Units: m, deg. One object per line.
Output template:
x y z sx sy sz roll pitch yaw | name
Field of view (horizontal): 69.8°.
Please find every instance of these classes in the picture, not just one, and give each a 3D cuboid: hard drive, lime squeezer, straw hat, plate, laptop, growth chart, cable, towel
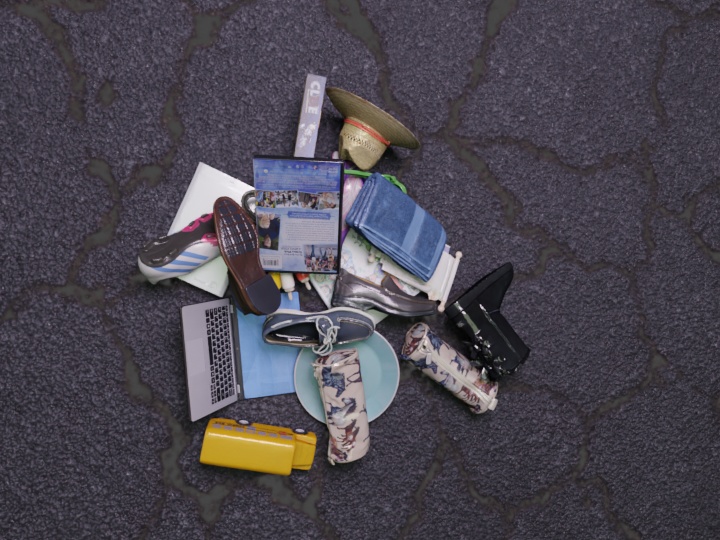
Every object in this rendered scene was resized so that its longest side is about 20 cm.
-0.267 -0.072 0.925 0.130 0.026 0.203 24 87 -10 | hard drive
0.043 -0.141 0.933 0.199 0.038 0.071 38 77 -31 | lime squeezer
0.004 -0.220 0.886 0.199 0.201 0.086 30 94 -9 | straw hat
-0.026 0.194 0.964 0.196 0.026 0.204 -1 100 -5 | plate
-0.198 0.142 0.901 0.114 0.199 0.191 -4 92 24 | laptop
0.108 -0.033 0.979 0.198 0.018 0.146 32 73 -15 | growth chart
-0.138 -0.048 0.899 0.096 0.050 0.203 -18 113 -3 | cable
0.072 -0.074 0.907 0.199 0.048 0.113 34 74 -30 | towel

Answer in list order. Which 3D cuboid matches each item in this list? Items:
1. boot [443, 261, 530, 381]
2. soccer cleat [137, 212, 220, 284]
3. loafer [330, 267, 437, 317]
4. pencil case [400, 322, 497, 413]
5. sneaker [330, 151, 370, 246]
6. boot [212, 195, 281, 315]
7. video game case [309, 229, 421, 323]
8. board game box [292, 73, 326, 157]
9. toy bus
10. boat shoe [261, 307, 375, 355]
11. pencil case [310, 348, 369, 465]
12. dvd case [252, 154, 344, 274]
0.259 0.095 0.965 0.197 0.073 0.163 -34 85 -31 | boot
-0.281 -0.040 0.882 0.198 0.087 0.070 -25 68 -30 | soccer cleat
0.047 0.043 0.937 0.196 0.073 0.074 8 90 -10 | loafer
0.169 0.186 0.970 0.199 0.090 0.078 38 100 -10 | pencil case
-0.024 -0.112 0.927 0.087 0.080 0.204 10 75 -15 | sneaker
-0.206 -0.015 0.850 0.074 0.096 0.203 -22 91 -38 | boot
0.000 0.000 0.976 0.181 0.024 0.202 -34 97 -7 | video game case
-0.097 -0.217 0.897 0.034 0.135 0.204 9 90 -10 | board game box
-0.179 0.316 0.923 0.197 0.078 0.066 12 89 -10 | toy bus
-0.071 0.104 0.893 0.196 0.062 0.076 6 118 -4 | boat shoe
-0.034 0.242 0.918 0.088 0.078 0.204 -10 101 -13 | pencil case
-0.099 -0.085 0.837 0.140 0.018 0.203 2 120 -3 | dvd case
